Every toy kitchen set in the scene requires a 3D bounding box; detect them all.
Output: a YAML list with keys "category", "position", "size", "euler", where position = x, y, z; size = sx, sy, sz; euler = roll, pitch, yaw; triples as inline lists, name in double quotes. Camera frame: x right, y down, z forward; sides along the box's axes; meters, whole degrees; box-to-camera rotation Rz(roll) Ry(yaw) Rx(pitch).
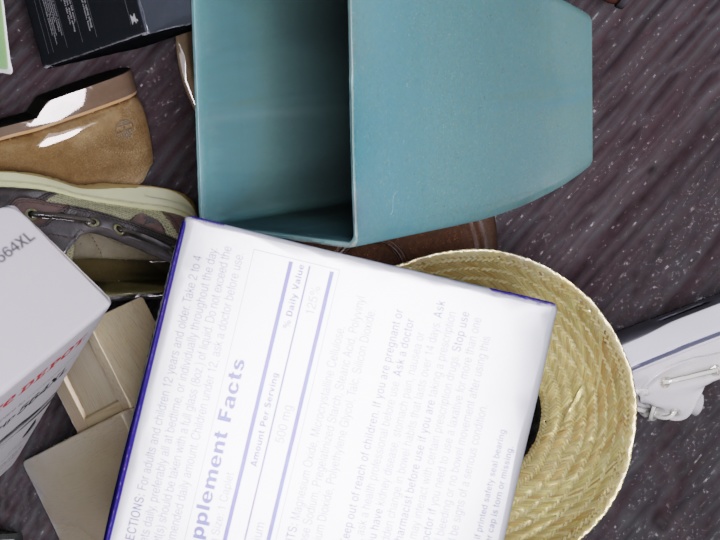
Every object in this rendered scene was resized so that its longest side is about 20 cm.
- category: "toy kitchen set"
  position: [-0.088, 0.109, 1.094]
  size: [0.180, 0.163, 0.200]
  euler: [-26, 89, -35]

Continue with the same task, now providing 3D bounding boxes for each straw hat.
- category: "straw hat"
  position: [0.054, 0.081, 1.034]
  size: [0.201, 0.085, 0.201]
  euler: [0, 87, -5]

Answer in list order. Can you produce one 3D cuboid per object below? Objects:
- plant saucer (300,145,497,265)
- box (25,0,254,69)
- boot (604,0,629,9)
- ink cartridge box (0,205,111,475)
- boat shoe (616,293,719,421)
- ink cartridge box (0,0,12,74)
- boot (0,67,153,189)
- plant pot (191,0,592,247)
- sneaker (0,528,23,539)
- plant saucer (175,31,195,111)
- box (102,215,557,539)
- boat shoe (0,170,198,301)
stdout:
- category: "plant saucer"
  position: [0.000, 0.000, 1.086]
  size: [0.200, 0.034, 0.201]
  euler: [-6, 106, -21]
- category: "box"
  position: [-0.149, -0.230, 1.020]
  size: [0.079, 0.141, 0.200]
  euler: [-18, 98, -31]
- category: "boot"
  position: [0.097, -0.268, 1.087]
  size: [0.200, 0.068, 0.189]
  euler: [9, 94, -6]
- category: "ink cartridge box"
  position: [-0.240, 0.076, 0.980]
  size: [0.084, 0.200, 0.146]
  euler: [44, 49, 4]
- category: "boat shoe"
  position: [0.196, 0.064, 1.126]
  size: [0.200, 0.072, 0.066]
  euler: [-21, 92, -12]
- category: "ink cartridge box"
  position: [-0.246, -0.223, 1.024]
  size: [0.048, 0.145, 0.200]
  euler: [-28, 120, -46]
- category: "boot"
  position: [-0.222, -0.056, 1.073]
  size: [0.200, 0.074, 0.076]
  euler: [-19, 106, -6]
- category: "plant pot"
  position: [0.030, -0.095, 0.981]
  size: [0.200, 0.141, 0.142]
  euler: [-6, 99, -38]
- category: "sneaker"
  position: [-0.301, 0.135, 1.076]
  size: [0.200, 0.080, 0.086]
  euler: [17, 82, -13]
- category: "plant saucer"
  position: [-0.016, -0.146, 1.104]
  size: [0.200, 0.029, 0.200]
  euler: [-1, 95, -7]
- category: "box"
  position: [-0.019, 0.084, 0.933]
  size: [0.200, 0.105, 0.184]
  euler: [14, 88, -5]
- category: "boat shoe"
  position: [-0.185, -0.014, 1.046]
  size: [0.200, 0.065, 0.073]
  euler: [-4, 134, -23]
